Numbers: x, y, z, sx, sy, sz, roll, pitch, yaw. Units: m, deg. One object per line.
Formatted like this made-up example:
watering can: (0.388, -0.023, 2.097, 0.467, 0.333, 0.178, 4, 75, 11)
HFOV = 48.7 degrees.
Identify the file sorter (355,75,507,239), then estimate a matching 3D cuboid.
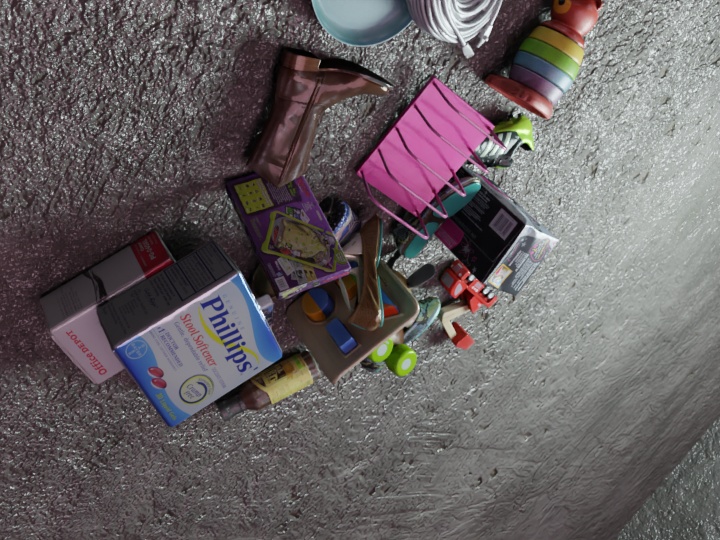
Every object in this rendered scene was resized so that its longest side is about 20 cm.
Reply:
file sorter: (0.114, -0.172, 1.264, 0.139, 0.126, 0.200, 32, 110, -25)

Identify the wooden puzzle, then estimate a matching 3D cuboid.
wooden puzzle: (-0.023, 0.065, 1.365, 0.200, 0.185, 0.046, -41, 142, 2)

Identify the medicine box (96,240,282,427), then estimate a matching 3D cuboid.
medicine box: (-0.243, 0.092, 1.155, 0.199, 0.103, 0.183, -32, 131, -12)

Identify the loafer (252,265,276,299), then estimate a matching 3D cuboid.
loafer: (-0.123, -0.004, 1.268, 0.067, 0.077, 0.200, -1, 161, -40)

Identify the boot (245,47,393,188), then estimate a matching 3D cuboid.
boot: (-0.062, -0.214, 1.184, 0.185, 0.064, 0.201, 9, 115, -24)

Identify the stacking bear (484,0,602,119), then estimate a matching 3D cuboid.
stacking bear: (0.316, -0.363, 1.307, 0.113, 0.121, 0.201, 20, 105, -42)

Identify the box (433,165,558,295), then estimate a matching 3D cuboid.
box: (0.229, -0.074, 1.417, 0.114, 0.200, 0.132, 17, 115, -45)

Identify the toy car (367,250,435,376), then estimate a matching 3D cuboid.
toy car: (0.051, 0.057, 1.448, 0.158, 0.164, 0.201, 34, 90, -47)

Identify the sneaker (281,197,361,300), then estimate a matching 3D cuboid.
sneaker: (-0.067, -0.023, 1.345, 0.200, 0.077, 0.085, -50, 141, 12)

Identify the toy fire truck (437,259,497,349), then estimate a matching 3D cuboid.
toy fire truck: (0.206, 0.073, 1.640, 0.141, 0.049, 0.200, -46, 138, 7)

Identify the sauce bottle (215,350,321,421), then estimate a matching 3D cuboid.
sauce bottle: (-0.172, 0.218, 1.481, 0.199, 0.065, 0.065, -27, 137, -17)

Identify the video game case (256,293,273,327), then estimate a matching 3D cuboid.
video game case: (-0.238, 0.121, 1.323, 0.199, 0.023, 0.182, -26, 163, -17)

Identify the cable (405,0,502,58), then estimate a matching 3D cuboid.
cable: (0.144, -0.426, 1.124, 0.200, 0.069, 0.201, 16, 103, -57)

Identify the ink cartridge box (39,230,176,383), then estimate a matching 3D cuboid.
ink cartridge box: (-0.354, 0.057, 1.198, 0.199, 0.083, 0.146, -32, 138, -9)

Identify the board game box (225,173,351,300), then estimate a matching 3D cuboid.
board game box: (-0.109, -0.063, 1.189, 0.119, 0.201, 0.032, -20, 158, -17)

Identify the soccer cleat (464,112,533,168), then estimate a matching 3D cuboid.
soccer cleat: (0.220, -0.208, 1.385, 0.199, 0.067, 0.082, -25, 105, -17)

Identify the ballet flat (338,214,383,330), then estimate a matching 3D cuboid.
ballet flat: (0.000, 0.000, 1.308, 0.072, 0.202, 0.068, 4, 163, -10)

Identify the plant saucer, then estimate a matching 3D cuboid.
plant saucer: (0.015, -0.412, 1.103, 0.199, 0.027, 0.201, -20, 135, -22)

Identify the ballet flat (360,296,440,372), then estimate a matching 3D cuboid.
ballet flat: (0.071, 0.116, 1.559, 0.200, 0.074, 0.074, -46, 138, 2)

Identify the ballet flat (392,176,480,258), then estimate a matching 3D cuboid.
ballet flat: (0.125, -0.109, 1.396, 0.074, 0.074, 0.200, 19, 125, -44)
